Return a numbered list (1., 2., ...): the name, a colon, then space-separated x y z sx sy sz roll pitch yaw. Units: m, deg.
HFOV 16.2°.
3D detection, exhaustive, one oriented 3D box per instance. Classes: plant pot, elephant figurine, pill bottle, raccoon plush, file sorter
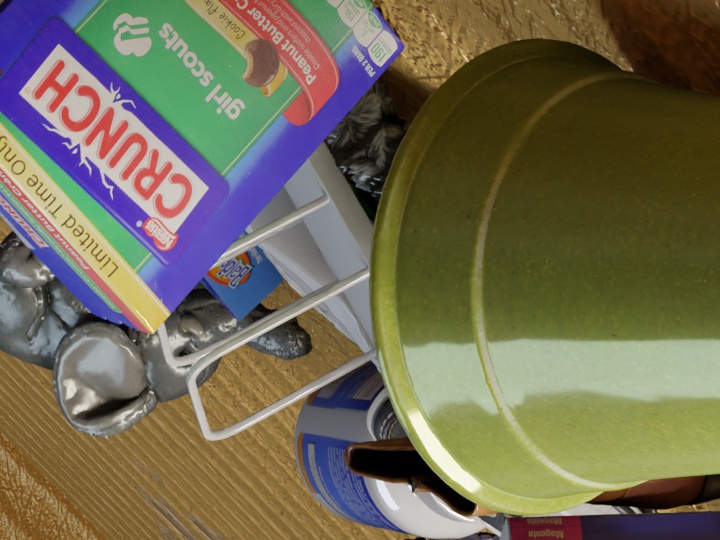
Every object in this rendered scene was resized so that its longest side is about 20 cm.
1. plant pot: 0.139 0.004 1.004 0.189 0.201 0.200 1 139 48
2. elephant figurine: -0.160 0.044 1.722 0.200 0.142 0.155 43 154 0
3. pill bottle: 0.040 0.115 1.634 0.112 0.112 0.200 46 165 -15
4. raccoon plush: 0.069 -0.021 1.316 0.134 0.096 0.201 40 -158 -53
5. file sorter: -0.077 -0.032 1.381 0.201 0.124 0.139 61 172 20

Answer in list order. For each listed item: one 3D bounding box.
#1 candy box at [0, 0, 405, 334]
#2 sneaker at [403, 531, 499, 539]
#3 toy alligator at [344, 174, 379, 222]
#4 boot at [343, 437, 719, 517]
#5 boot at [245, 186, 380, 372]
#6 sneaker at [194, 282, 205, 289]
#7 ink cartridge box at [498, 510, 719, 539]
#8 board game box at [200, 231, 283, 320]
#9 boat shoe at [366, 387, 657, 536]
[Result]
1. candy box: -0.103 -0.101 1.231 0.169 0.200 0.077 49 163 -26
2. sneaker: 0.082 0.213 1.668 0.075 0.082 0.199 -2 177 32
3. toy alligator: 0.025 -0.020 1.416 0.201 0.054 0.059 60 168 12
4. boot: 0.077 0.103 1.358 0.188 0.199 0.069 20 109 53
5. boot: 0.000 0.000 1.533 0.200 0.074 0.096 46 180 -12
6. sneaker: -0.177 -0.014 1.833 0.200 0.106 0.075 38 165 13
7. ink cartridge box: 0.169 0.153 1.332 0.195 0.044 0.200 -1 160 -3
8. board game box: -0.144 -0.072 1.626 0.200 0.045 0.152 46 175 27
9. boat shoe: 0.095 0.127 1.506 0.199 0.074 0.060 30 -158 -21
